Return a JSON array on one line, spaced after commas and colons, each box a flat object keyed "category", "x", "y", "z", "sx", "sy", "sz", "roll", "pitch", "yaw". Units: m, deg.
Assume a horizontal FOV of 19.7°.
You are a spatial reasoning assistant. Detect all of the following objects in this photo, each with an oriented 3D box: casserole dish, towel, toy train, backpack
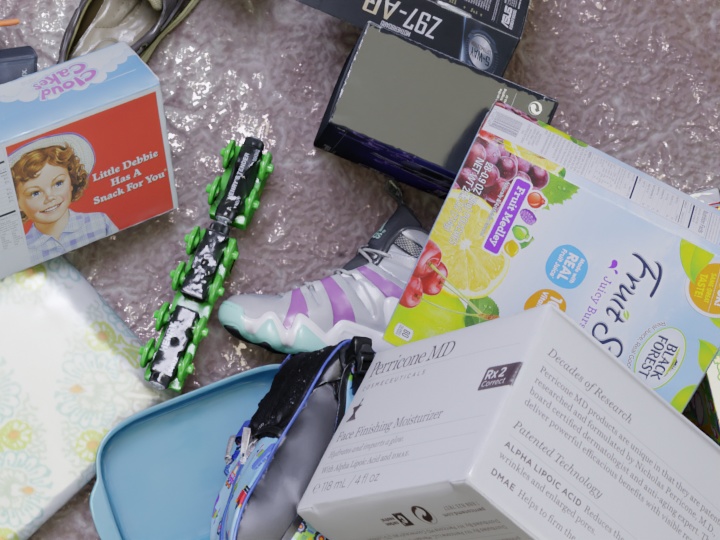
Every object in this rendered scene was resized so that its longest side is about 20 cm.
[{"category": "casserole dish", "x": -0.106, "y": 0.143, "z": 1.499, "sx": 0.199, "sy": 0.039, "sz": 0.122, "roll": -21, "pitch": 97, "yaw": -23}, {"category": "towel", "x": -0.256, "y": 0.093, "z": 1.508, "sx": 0.200, "sy": 0.048, "sz": 0.171, "roll": -42, "pitch": 94, "yaw": -6}, {"category": "toy train", "x": -0.110, "y": -0.003, "z": 1.504, "sx": 0.041, "sy": 0.056, "sz": 0.201, "roll": 19, "pitch": 73, "yaw": 4}, {"category": "backpack", "x": -0.018, "y": 0.173, "z": 1.427, "sx": 0.182, "sy": 0.134, "sz": 0.201, "roll": 41, "pitch": 63, "yaw": -21}]

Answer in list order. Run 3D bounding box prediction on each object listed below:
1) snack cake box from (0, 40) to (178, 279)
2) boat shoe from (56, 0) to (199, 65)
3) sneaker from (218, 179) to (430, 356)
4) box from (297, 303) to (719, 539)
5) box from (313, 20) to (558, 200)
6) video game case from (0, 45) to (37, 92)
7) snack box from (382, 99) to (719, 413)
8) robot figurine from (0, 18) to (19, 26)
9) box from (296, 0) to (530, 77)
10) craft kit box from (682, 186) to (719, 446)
[{"category": "snack cake box", "x": -0.234, "y": -0.069, "z": 1.456, "sx": 0.199, "sy": 0.067, "sz": 0.116, "roll": -22, "pitch": 132, "yaw": -20}, {"category": "boat shoe", "x": -0.158, "y": -0.204, "z": 1.520, "sx": 0.073, "sy": 0.065, "sz": 0.201, "roll": 28, "pitch": 84, "yaw": -1}, {"category": "sneaker", "x": 0.000, "y": 0.000, "z": 1.524, "sx": 0.198, "sy": 0.078, "sz": 0.141, "roll": 10, "pitch": 85, "yaw": -14}, {"category": "box", "x": 0.104, "y": 0.144, "z": 1.310, "sx": 0.200, "sy": 0.198, "sz": 0.131, "roll": 40, "pitch": 60, "yaw": -20}, {"category": "box", "x": 0.047, "y": -0.103, "z": 1.465, "sx": 0.140, "sy": 0.200, "sz": 0.079, "roll": 25, "pitch": 87, "yaw": -3}, {"category": "video game case", "x": -0.323, "y": -0.079, "z": 1.448, "sx": 0.199, "sy": 0.019, "sz": 0.144, "roll": -12, "pitch": 128, "yaw": -28}, {"category": "snack box", "x": 0.138, "y": 0.011, "z": 1.346, "sx": 0.199, "sy": 0.068, "sz": 0.169, "roll": 25, "pitch": 121, "yaw": 2}, {"category": "robot figurine", "x": -0.342, "y": -0.147, "z": 1.478, "sx": 0.199, "sy": 0.117, "sz": 0.144, "roll": -37, "pitch": 83, "yaw": -5}, {"category": "box", "x": 0.048, "y": -0.230, "z": 1.485, "sx": 0.159, "sy": 0.201, "sz": 0.044, "roll": 22, "pitch": 128, "yaw": -4}, {"category": "craft kit box", "x": 0.236, "y": 0.048, "z": 1.475, "sx": 0.048, "sy": 0.200, "sz": 0.199, "roll": -11, "pitch": 88, "yaw": -5}]
